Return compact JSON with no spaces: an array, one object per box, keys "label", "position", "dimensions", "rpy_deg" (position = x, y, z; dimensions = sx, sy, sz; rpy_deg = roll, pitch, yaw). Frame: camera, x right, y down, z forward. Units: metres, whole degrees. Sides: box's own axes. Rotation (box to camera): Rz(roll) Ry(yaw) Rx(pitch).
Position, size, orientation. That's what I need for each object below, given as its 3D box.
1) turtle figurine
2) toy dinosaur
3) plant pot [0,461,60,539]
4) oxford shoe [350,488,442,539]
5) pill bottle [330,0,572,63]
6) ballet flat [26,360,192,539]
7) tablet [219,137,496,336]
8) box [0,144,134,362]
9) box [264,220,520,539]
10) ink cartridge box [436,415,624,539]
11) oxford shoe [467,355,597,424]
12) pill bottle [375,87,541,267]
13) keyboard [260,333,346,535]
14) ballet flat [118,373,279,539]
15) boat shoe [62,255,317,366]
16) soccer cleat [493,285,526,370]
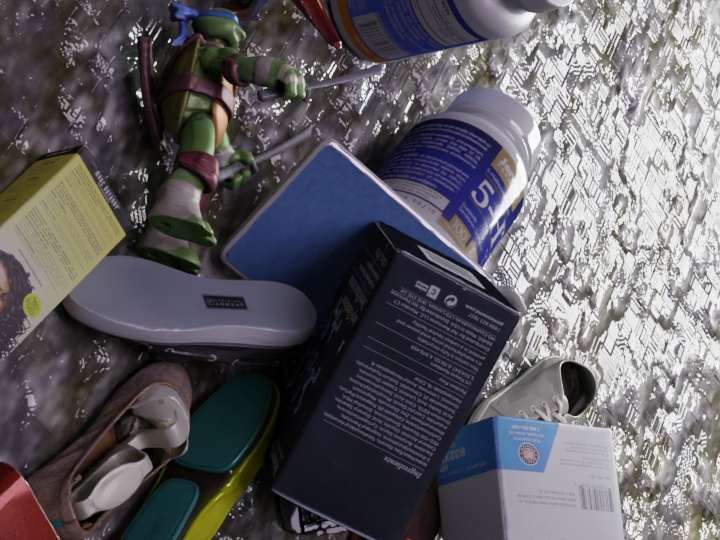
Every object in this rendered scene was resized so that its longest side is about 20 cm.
[{"label":"turtle figurine","position":[-0.083,-0.092,1.501],"dimensions":[0.200,0.143,0.195],"rpy_deg":[37,61,-36]},{"label":"toy dinosaur","position":[-0.072,-0.292,1.552],"dimensions":[0.105,0.199,0.182],"rpy_deg":[-41,148,-62]},{"label":"plant pot","position":[-0.272,0.239,1.195],"dimensions":[0.176,0.199,0.201],"rpy_deg":[-39,114,-32]},{"label":"oxford shoe","position":[0.025,0.243,1.626],"dimensions":[0.200,0.072,0.071],"rpy_deg":[-46,118,-44]},{"label":"pill bottle","position":[0.081,-0.243,1.676],"dimensions":[0.112,0.199,0.113],"rpy_deg":[11,75,-49]},{"label":"ballet flat","position":[-0.163,0.130,1.426],"dimensions":[0.200,0.067,0.068],"rpy_deg":[-48,120,-43]},{"label":"tablet","position":[0.000,0.000,1.581],"dimensions":[0.200,0.014,0.130],"rpy_deg":[40,99,-24]},{"label":"box","position":[-0.240,0.000,1.369],"dimensions":[0.200,0.050,0.076],"rpy_deg":[-52,122,-42]},{"label":"box","position":[0.018,0.082,1.507],"dimensions":[0.107,0.148,0.201],"rpy_deg":[27,95,-10]},{"label":"ink cartridge box","position":[0.146,0.233,1.681],"dimensions":[0.145,0.084,0.201],"rpy_deg":[10,67,-40]},{"label":"oxford shoe","position":[0.152,0.137,1.811],"dimensions":[0.200,0.058,0.076],"rpy_deg":[-40,116,-44]},{"label":"pill bottle","position":[0.073,-0.063,1.701],"dimensions":[0.120,0.119,0.200],"rpy_deg":[59,45,-25]},{"label":"keyboard","position":[-0.020,0.108,1.614],"dimensions":[0.126,0.021,0.201],"rpy_deg":[-8,90,-34]},{"label":"ballet flat","position":[-0.118,0.165,1.487],"dimensions":[0.200,0.066,0.067],"rpy_deg":[-57,146,-35]},{"label":"boat shoe","position":[-0.131,0.039,1.476],"dimensions":[0.199,0.066,0.070],"rpy_deg":[4,47,-31]},{"label":"soccer cleat","position":[0.075,0.080,1.703],"dimensions":[0.070,0.086,0.200],"rpy_deg":[56,46,-27]}]
